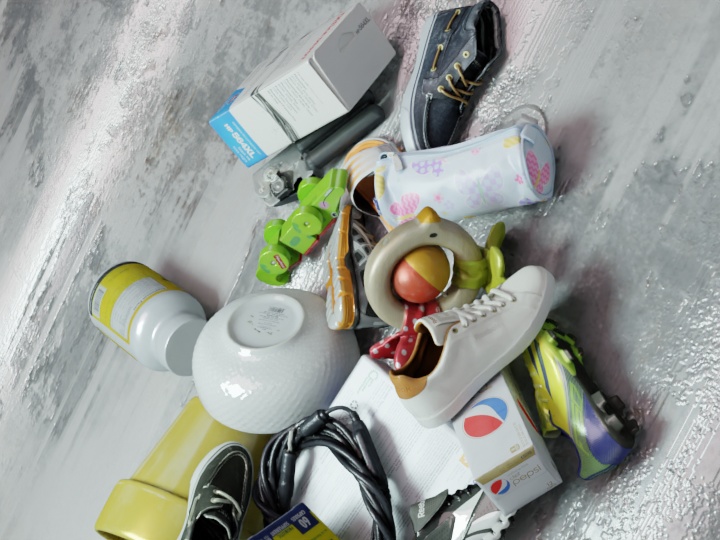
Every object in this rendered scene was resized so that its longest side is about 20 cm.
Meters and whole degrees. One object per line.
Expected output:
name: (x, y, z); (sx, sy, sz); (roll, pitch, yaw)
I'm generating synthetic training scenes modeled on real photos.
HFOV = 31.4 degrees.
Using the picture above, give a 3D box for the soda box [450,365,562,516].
soda box: (0.129, 0.142, 1.261); (0.068, 0.064, 0.200); (-33, 33, 9)

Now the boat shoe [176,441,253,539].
boat shoe: (-0.153, 0.269, 1.367); (0.064, 0.071, 0.201); (-35, 29, 50)

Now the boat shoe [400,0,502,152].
boat shoe: (0.106, -0.216, 1.467); (0.091, 0.071, 0.201); (-9, 66, 48)

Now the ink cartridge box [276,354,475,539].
ink cartridge box: (0.029, 0.228, 1.383); (0.200, 0.043, 0.197); (39, 105, 24)

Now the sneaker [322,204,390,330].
sneaker: (0.000, 0.000, 1.498); (0.201, 0.077, 0.078); (-93, 16, -46)

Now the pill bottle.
pill bottle: (-0.277, 0.068, 1.721); (0.200, 0.112, 0.113); (28, 96, 47)

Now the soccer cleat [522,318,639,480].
soccer cleat: (0.193, 0.117, 1.257); (0.084, 0.065, 0.200); (-49, 47, 20)

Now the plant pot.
plant pot: (-0.183, 0.261, 1.506); (0.200, 0.201, 0.190); (2, 60, 46)

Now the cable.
cable: (-0.038, 0.255, 1.367); (0.163, 0.051, 0.201); (-29, 74, 24)

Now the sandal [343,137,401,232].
sandal: (0.027, -0.096, 1.512); (0.079, 0.059, 0.207); (-52, 45, 18)

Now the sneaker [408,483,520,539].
sneaker: (0.097, 0.248, 1.279); (0.090, 0.066, 0.201); (34, 105, 3)

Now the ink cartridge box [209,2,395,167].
ink cartridge box: (-0.072, -0.229, 1.593); (0.199, 0.084, 0.146); (-21, 25, 43)

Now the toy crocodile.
toy crocodile: (-0.071, -0.050, 1.569); (0.200, 0.062, 0.068); (-47, 24, 34)

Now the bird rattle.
bird rattle: (0.073, 0.016, 1.360); (0.200, 0.163, 0.113); (-39, 30, 18)

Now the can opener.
can opener: (-0.051, -0.151, 1.621); (0.200, 0.067, 0.053); (-36, 71, 15)

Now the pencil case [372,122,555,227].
pencil case: (0.112, -0.103, 1.390); (0.199, 0.083, 0.091); (-8, 110, 33)

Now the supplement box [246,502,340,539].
supplement box: (-0.043, 0.357, 1.302); (0.200, 0.109, 0.110); (42, 122, 15)

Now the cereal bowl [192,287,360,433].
cereal bowl: (-0.103, 0.088, 1.478); (0.199, 0.084, 0.201); (-8, 41, 7)

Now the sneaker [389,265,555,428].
sneaker: (0.109, 0.056, 1.246); (0.200, 0.085, 0.073); (-47, 27, -13)
